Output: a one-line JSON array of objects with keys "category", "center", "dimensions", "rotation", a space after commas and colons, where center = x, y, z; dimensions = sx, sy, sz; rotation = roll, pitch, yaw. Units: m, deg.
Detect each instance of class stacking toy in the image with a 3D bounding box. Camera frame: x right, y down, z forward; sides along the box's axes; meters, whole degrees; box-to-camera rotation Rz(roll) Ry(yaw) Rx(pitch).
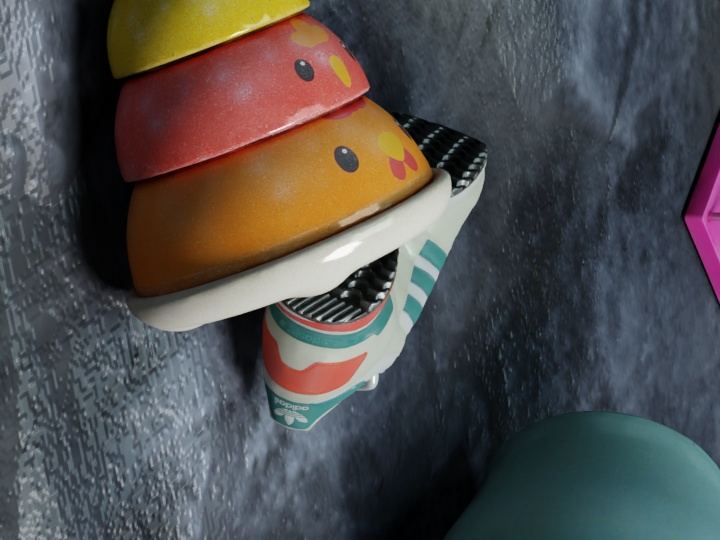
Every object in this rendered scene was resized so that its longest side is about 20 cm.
[{"category": "stacking toy", "center": [-0.060, -0.087, 1.171], "dimensions": [0.146, 0.146, 0.200], "rotation": [-35, 106, -55]}]

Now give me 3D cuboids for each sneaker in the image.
[{"category": "sneaker", "center": [0.000, 0.000, 1.335], "dimensions": [0.200, 0.070, 0.094], "rotation": [-56, 165, -54]}]

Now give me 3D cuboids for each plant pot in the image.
[{"category": "plant pot", "center": [0.115, 0.180, 1.432], "dimensions": [0.188, 0.200, 0.200], "rotation": [-77, 153, -48]}]

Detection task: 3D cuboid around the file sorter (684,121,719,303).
[{"category": "file sorter", "center": [0.309, -0.063, 1.802], "dimensions": [0.139, 0.125, 0.200], "rotation": [61, 43, -43]}]
